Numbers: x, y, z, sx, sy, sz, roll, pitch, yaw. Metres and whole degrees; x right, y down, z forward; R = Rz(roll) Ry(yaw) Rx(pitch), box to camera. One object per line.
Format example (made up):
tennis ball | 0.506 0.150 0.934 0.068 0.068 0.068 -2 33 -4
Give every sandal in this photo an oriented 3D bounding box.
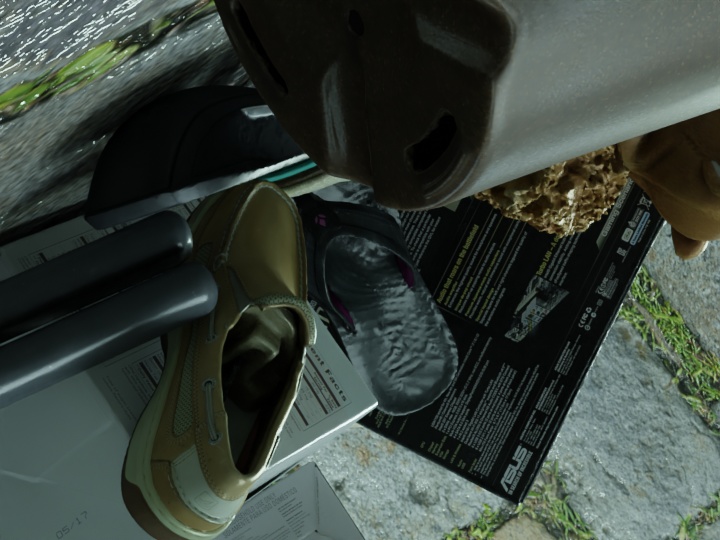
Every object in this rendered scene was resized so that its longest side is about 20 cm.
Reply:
sandal | 0.001 0.000 1.481 0.075 0.201 0.048 -38 -146 -5

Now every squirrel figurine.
squirrel figurine | 0.123 -0.083 1.462 0.200 0.187 0.142 -33 175 -26

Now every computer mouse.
computer mouse | -0.074 -0.057 1.252 0.140 0.046 0.200 -14 -175 39

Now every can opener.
can opener | -0.159 0.029 1.202 0.199 0.054 0.067 -24 162 -8

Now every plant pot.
plant pot | 0.068 -0.121 0.821 0.198 0.201 0.200 -25 170 -29

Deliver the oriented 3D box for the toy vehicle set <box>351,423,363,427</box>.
toy vehicle set | -0.007 0.048 1.763 0.199 0.124 0.027 2 126 -41

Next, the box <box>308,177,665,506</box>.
box | 0.063 0.006 1.595 0.201 0.163 0.086 -64 178 2

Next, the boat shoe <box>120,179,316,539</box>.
boat shoe | -0.047 0.031 1.258 0.076 0.071 0.201 -35 -146 39

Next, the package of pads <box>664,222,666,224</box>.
package of pads | 0.098 -0.053 1.751 0.200 0.155 0.068 -39 176 34

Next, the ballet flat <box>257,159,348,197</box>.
ballet flat | 0.026 -0.090 1.369 0.200 0.068 0.062 -38 139 10

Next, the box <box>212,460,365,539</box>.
box | -0.099 0.180 1.390 0.200 0.060 0.116 -38 175 39

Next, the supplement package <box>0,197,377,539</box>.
supplement package | -0.125 0.067 1.361 0.152 0.151 0.200 -37 175 29
